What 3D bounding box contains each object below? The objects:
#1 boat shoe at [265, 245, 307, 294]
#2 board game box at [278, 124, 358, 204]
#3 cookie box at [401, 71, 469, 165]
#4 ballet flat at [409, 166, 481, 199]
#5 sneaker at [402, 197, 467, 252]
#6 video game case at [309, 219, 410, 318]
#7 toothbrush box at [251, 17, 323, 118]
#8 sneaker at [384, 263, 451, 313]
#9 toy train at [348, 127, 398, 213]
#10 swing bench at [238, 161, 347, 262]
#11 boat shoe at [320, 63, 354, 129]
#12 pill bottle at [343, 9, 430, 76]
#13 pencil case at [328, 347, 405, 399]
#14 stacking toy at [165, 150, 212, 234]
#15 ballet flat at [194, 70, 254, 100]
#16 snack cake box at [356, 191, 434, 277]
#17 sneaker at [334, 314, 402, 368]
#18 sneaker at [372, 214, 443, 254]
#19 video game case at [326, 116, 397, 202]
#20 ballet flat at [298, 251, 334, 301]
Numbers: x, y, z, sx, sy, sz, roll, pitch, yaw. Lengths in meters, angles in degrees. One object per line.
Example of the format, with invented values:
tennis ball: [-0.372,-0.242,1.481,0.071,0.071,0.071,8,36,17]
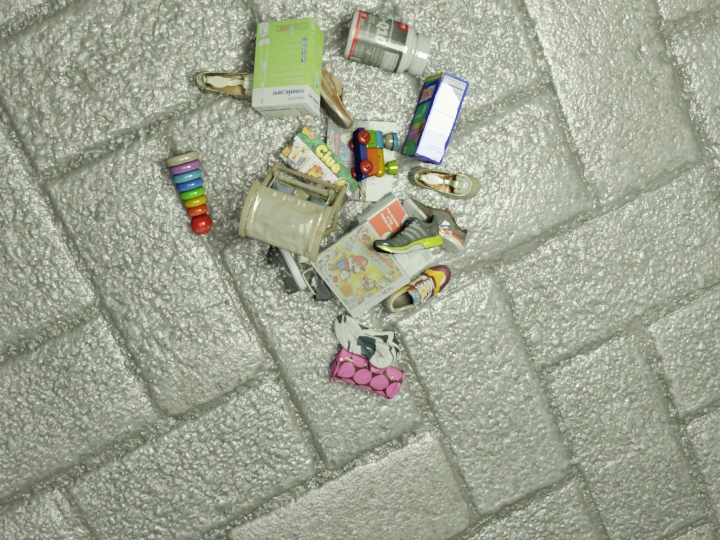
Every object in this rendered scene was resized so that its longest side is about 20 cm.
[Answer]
boat shoe: [-0.207,-0.030,1.717,0.065,0.070,0.203,-27,109,-2]
board game box: [-0.099,-0.253,1.676,0.200,0.023,0.105,44,94,-8]
cookie box: [0.178,-0.369,1.642,0.074,0.171,0.204,18,97,-12]
ballet flat: [0.221,-0.221,1.726,0.195,0.062,0.069,8,99,-7]
sneaker: [0.195,-0.133,1.747,0.199,0.077,0.083,38,67,-11]
video game case: [0.000,0.000,1.690,0.180,0.023,0.201,-33,113,12]
toothbrush box: [-0.170,-0.474,1.582,0.142,0.086,0.206,0,82,19]
sneaker: [0.155,0.054,1.751,0.197,0.090,0.076,-31,101,1]
toy train: [0.041,-0.244,1.646,0.113,0.084,0.206,-4,87,-19]
swing bench: [-0.158,-0.142,1.597,0.195,0.201,0.132,19,118,5]
boat shoe: [-0.073,-0.439,1.639,0.071,0.076,0.202,-36,87,-9]
pill bottle: [0.064,-0.546,1.628,0.195,0.114,0.117,13,98,-8]
pencil case: [0.017,0.277,1.778,0.196,0.091,0.096,21,84,-10]
stacking toy: [-0.412,-0.187,1.662,0.083,0.085,0.205,-15,105,-3]
ballet flat: [-0.303,-0.449,1.627,0.195,0.075,0.070,3,99,-7]
snack cake box: [0.089,-0.082,1.715,0.114,0.067,0.202,-34,113,1]
sneaker: [0.029,0.183,1.773,0.197,0.129,0.081,26,100,29]
sneaker: [0.112,-0.087,1.642,0.196,0.073,0.083,-13,98,-31]
video game case: [-0.001,-0.279,1.706,0.176,0.036,0.206,2,100,-6]
ballet flat: [-0.122,-0.014,1.725,0.071,0.073,0.205,-15,103,-3]
